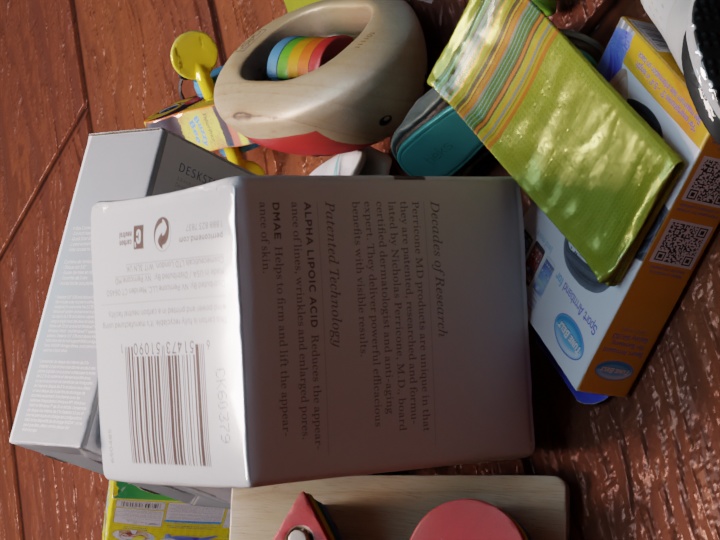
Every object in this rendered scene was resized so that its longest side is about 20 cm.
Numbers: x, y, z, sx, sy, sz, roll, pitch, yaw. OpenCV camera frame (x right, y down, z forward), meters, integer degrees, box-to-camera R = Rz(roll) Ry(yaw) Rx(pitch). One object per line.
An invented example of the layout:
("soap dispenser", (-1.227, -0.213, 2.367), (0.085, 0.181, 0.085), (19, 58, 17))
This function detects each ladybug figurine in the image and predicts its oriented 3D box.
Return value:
("ladybug figurine", (-0.024, -0.129, 1.459), (0.136, 0.072, 0.200), (-45, 28, -19))

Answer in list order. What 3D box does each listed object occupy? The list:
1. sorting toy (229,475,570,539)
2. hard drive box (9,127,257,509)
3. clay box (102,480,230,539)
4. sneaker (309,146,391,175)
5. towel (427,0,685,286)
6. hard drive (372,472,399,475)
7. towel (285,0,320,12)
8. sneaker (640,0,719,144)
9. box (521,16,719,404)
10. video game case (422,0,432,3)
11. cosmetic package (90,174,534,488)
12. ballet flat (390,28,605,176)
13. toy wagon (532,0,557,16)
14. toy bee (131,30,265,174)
("sorting toy", (0.014, 0.211, 1.191), (0.070, 0.198, 0.200), (46, -136, -70))
("hard drive box", (-0.113, 0.033, 1.322), (0.076, 0.155, 0.201), (0, 70, 45))
("clay box", (-0.120, 0.171, 1.475), (0.200, 0.114, 0.048), (113, 159, -65))
("sneaker", (0.000, 0.000, 1.412), (0.080, 0.070, 0.201), (-42, 47, 33))
("towel", (0.104, -0.084, 1.188), (0.200, 0.018, 0.086), (54, 129, 41))
("hard drive", (-0.018, 0.198, 1.422), (0.139, 0.033, 0.202), (-27, 58, 57))
("towel", (-0.003, -0.252, 1.535), (0.201, 0.018, 0.086), (-61, 31, 34))
("sneaker", (0.189, -0.138, 1.124), (0.080, 0.073, 0.201), (114, 156, -53))
("box", (0.142, -0.026, 1.190), (0.201, 0.041, 0.119), (-64, 32, 24))
("video game case", (0.044, -0.307, 1.374), (0.182, 0.045, 0.201), (-60, 32, 36))
("cosmetic package", (-0.028, 0.034, 1.223), (0.164, 0.199, 0.166), (-5, 88, 53))
("ballet flat", (0.087, -0.115, 1.298), (0.200, 0.067, 0.064), (-31, 25, 52))
("toy wagon", (0.141, -0.238, 1.258), (0.200, 0.039, 0.157), (-9, 74, 60))
("toy bee", (-0.117, -0.104, 1.611), (0.131, 0.108, 0.200), (57, 150, 4))
